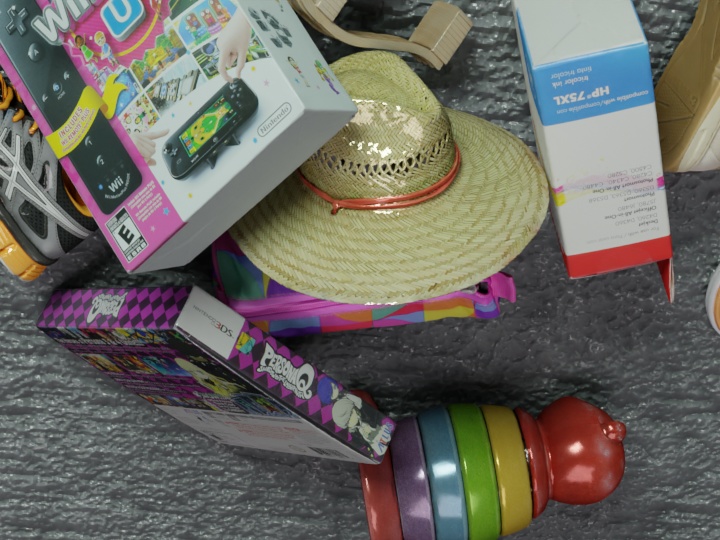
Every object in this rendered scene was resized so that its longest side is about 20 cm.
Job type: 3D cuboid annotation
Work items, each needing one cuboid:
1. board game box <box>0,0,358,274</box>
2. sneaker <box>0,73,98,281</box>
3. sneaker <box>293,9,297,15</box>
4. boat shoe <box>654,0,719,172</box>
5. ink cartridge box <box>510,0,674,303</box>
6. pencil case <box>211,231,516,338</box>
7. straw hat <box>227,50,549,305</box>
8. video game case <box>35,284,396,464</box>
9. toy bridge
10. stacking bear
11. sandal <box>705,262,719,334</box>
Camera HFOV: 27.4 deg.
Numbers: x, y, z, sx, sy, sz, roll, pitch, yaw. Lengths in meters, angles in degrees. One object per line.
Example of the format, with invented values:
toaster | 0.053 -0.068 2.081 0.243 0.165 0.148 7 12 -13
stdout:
board game box | -0.115 -0.122 0.798 0.147 0.201 0.064 -39 166 26
sneaker | -0.223 -0.085 0.905 0.077 0.078 0.201 -26 133 1
sneaker | -0.065 -0.144 0.843 0.069 0.090 0.201 13 129 -15
boat shoe | 0.243 -0.142 0.887 0.069 0.074 0.201 6 132 -27
ink cartridge box | 0.141 -0.080 0.897 0.067 0.117 0.201 -12 131 6
pencil case | 0.000 0.000 0.981 0.198 0.089 0.089 -7 132 4
straw hat | 0.007 -0.076 0.841 0.199 0.202 0.086 -6 130 1
video game case | -0.101 0.070 0.994 0.181 0.036 0.199 36 158 -30
toy bridge | -0.011 -0.168 0.821 0.067 0.027 0.200 -56 136 -4
stacking bear | 0.099 0.146 1.105 0.198 0.114 0.122 -9 132 -2
sandal | 0.321 -0.009 1.009 0.079 0.059 0.207 28 124 -25
